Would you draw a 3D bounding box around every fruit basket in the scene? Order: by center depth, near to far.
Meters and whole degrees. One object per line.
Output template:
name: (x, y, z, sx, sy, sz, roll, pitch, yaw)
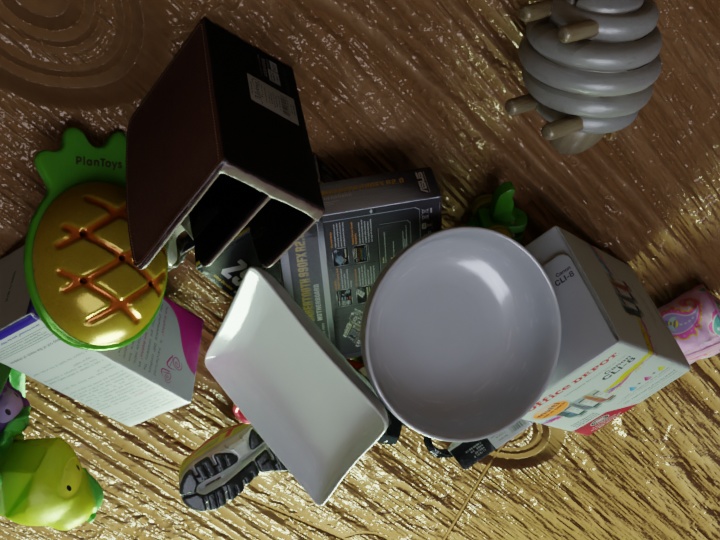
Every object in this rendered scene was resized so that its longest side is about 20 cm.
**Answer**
fruit basket: (-0.363, 0.196, 1.242, 0.215, 0.216, 0.156, 0, 133, -13)

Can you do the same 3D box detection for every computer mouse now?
computer mouse: (0.049, 0.189, 1.443, 0.200, 0.059, 0.034, 24, 141, -36)

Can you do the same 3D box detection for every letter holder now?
letter holder: (-0.124, -0.088, 1.030, 0.101, 0.200, 0.142, 25, 123, -32)

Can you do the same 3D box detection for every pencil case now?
pencil case: (0.334, 0.096, 1.397, 0.200, 0.087, 0.087, -32, 132, 16)

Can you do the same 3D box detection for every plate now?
plate: (-0.062, 0.112, 1.184, 0.032, 0.200, 0.200, -32, 164, -35)

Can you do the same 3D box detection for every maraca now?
maraca: (-0.236, -0.028, 1.085, 0.137, 0.200, 0.107, 2, 174, -40)

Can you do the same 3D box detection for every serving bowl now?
serving bowl: (0.087, 0.057, 1.140, 0.200, 0.066, 0.200, -1, 94, -20)

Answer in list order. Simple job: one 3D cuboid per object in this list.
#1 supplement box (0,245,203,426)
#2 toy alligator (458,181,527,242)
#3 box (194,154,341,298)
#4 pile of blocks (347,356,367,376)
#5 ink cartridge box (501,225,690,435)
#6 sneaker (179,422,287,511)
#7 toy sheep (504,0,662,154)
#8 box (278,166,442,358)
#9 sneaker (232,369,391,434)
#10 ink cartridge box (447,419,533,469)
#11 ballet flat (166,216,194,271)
supplement box: (-0.264, 0.062, 1.194, 0.103, 0.101, 0.200, -25, 135, 35)
toy alligator: (0.123, -0.012, 1.260, 0.054, 0.059, 0.200, 13, 129, -24)
box: (-0.047, -0.007, 1.234, 0.160, 0.049, 0.200, -32, 132, 19)
pile of blocks: (0.045, 0.085, 1.346, 0.200, 0.082, 0.062, -30, 90, 3)
ink cartridge box: (0.220, 0.068, 1.263, 0.145, 0.145, 0.200, -37, 149, 23)
sneaker: (-0.124, 0.199, 1.390, 0.200, 0.090, 0.078, -24, 103, -16)
toy sheep: (0.200, -0.192, 1.061, 0.138, 0.138, 0.200, -1, 128, -12)
box: (0.000, 0.000, 1.184, 0.158, 0.048, 0.200, -10, 133, -4)
sneaker: (-0.055, 0.150, 1.279, 0.200, 0.090, 0.078, 6, 127, 42)
ink cartridge box: (0.164, 0.152, 1.349, 0.095, 0.200, 0.037, -39, 90, 22)
ballet flat: (-0.171, -0.043, 1.155, 0.200, 0.073, 0.073, -27, 133, 12)
